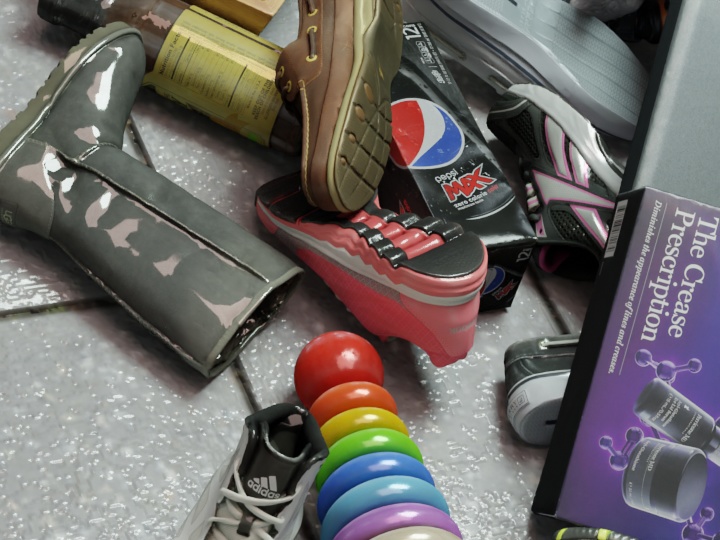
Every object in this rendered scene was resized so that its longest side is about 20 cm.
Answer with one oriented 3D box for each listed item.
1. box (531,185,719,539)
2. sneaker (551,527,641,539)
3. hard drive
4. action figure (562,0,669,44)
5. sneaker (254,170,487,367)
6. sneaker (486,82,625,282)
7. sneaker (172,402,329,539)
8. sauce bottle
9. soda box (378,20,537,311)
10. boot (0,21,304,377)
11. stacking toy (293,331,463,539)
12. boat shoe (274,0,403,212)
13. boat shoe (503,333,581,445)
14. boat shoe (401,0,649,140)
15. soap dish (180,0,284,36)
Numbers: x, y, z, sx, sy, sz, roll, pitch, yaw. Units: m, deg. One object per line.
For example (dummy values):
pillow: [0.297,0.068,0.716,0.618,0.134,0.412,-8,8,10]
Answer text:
box: [0.198,0.066,1.583,0.141,0.079,0.200,16,86,-7]
sneaker: [0.195,0.209,1.545,0.200,0.075,0.076,17,77,-5]
hard drive: [0.246,-0.107,1.677,0.139,0.033,0.200,18,82,-18]
action figure: [0.193,-0.180,1.867,0.193,0.105,0.200,22,16,11]
sneaker: [0.000,0.000,1.666,0.074,0.087,0.200,-22,34,-31]
sneaker: [0.134,-0.044,1.743,0.086,0.080,0.200,-41,48,-4]
sneaker: [-0.077,0.147,1.471,0.076,0.115,0.201,24,46,4]
sauce bottle: [-0.114,-0.142,1.762,0.200,0.065,0.065,27,46,9]
soda box: [0.041,-0.067,1.736,0.063,0.071,0.200,-9,52,-23]
boot: [-0.121,-0.047,1.665,0.200,0.073,0.182,27,63,17]
stacking toy: [0.001,0.114,1.560,0.085,0.085,0.200,-2,43,-19]
boat shoe: [-0.018,-0.112,1.687,0.068,0.072,0.200,-5,47,15]
boat shoe: [0.184,0.061,1.662,0.200,0.072,0.071,0,53,-15]
boat shoe: [0.114,-0.149,1.838,0.200,0.067,0.074,37,47,-14]
soap dish: [-0.098,-0.241,1.838,0.157,0.081,0.200,24,42,5]
